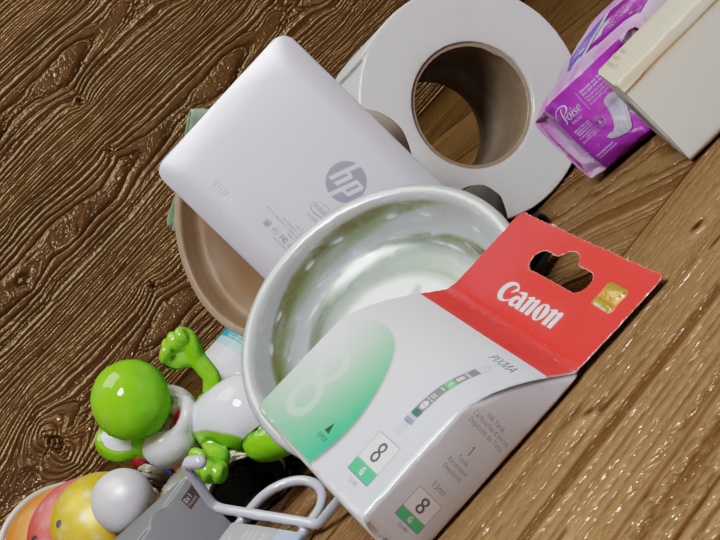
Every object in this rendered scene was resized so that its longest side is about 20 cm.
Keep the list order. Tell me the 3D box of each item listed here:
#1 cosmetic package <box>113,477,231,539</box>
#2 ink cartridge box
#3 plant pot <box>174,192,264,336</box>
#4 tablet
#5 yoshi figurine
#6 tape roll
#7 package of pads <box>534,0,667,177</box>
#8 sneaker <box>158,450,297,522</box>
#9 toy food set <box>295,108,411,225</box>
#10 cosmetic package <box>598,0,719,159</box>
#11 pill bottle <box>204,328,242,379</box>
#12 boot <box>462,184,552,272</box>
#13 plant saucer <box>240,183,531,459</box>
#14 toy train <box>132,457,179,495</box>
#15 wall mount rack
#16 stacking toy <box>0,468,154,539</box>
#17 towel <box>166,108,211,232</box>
[{"bbox_3d":[-0.175,0.253,1.055,0.200,0.090,0.107,-39,9,33],"label":"cosmetic package"},{"bbox_3d":[0.048,0.044,0.797,0.200,0.050,0.161,-49,27,-4],"label":"ink cartridge box"},{"bbox_3d":[-0.055,-0.045,1.214,0.092,0.202,0.201,-7,-29,-50],"label":"plant pot"},{"bbox_3d":[-0.024,-0.044,0.972,0.130,0.200,0.014,-46,4,5],"label":"tablet"},{"bbox_3d":[-0.118,0.100,1.079,0.198,0.113,0.112,-11,14,15],"label":"yoshi figurine"},{"bbox_3d":[0.078,-0.131,1.263,0.203,0.203,0.139,-47,5,-13],"label":"tape roll"},{"bbox_3d":[0.217,-0.167,1.121,0.120,0.076,0.200,-44,6,36],"label":"package of pads"},{"bbox_3d":[-0.072,0.148,1.176,0.200,0.076,0.087,-50,25,-21],"label":"sneaker"},{"bbox_3d":[0.000,0.000,1.082,0.060,0.201,0.144,-1,32,30],"label":"toy food set"},{"bbox_3d":[0.251,-0.170,0.921,0.200,0.073,0.104,-47,6,10],"label":"cosmetic package"},{"bbox_3d":[-0.052,0.053,1.389,0.200,0.111,0.111,-48,6,-17],"label":"pill bottle"},{"bbox_3d":[0.096,-0.008,1.045,0.130,0.068,0.200,-31,21,44],"label":"boot"},{"bbox_3d":[0.021,0.041,0.912,0.199,0.050,0.201,-15,53,20],"label":"plant saucer"},{"bbox_3d":[-0.131,0.165,1.260,0.115,0.085,0.200,-34,-9,-11],"label":"toy train"},{"bbox_3d":[-0.076,0.181,0.906,0.173,0.075,0.200,-2,38,40],"label":"wall mount rack"},{"bbox_3d":[-0.210,0.206,1.161,0.146,0.146,0.200,-51,-3,-38],"label":"stacking toy"},{"bbox_3d":[-0.075,-0.093,1.365,0.153,0.198,0.023,108,152,-42],"label":"towel"}]
